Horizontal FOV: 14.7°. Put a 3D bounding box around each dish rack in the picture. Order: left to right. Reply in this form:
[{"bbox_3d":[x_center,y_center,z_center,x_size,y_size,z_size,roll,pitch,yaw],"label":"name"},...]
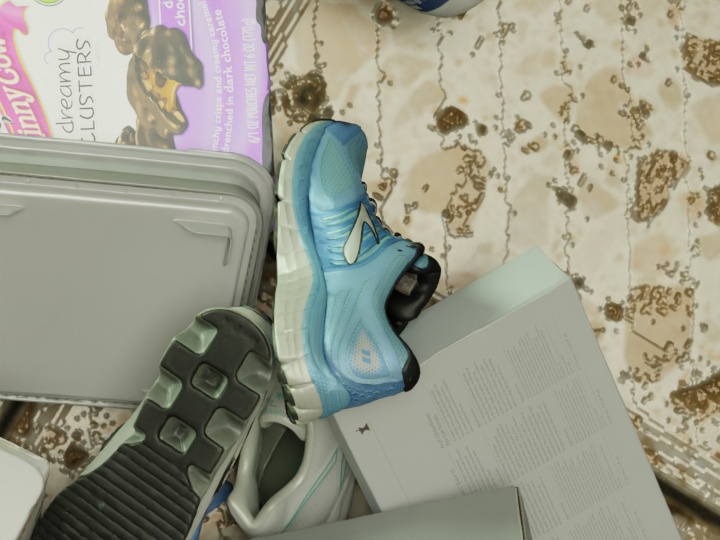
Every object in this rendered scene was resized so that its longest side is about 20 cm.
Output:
[{"bbox_3d":[-0.151,0.011,1.535,0.199,0.044,0.172,5,125,-12],"label":"dish rack"}]

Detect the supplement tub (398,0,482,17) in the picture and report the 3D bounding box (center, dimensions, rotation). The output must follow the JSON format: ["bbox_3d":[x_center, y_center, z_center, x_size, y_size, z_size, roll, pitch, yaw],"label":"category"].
[{"bbox_3d":[-0.004,-0.240,1.540,0.199,0.144,0.145,24,86,-20],"label":"supplement tub"}]

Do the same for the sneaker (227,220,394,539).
[{"bbox_3d":[-0.022,0.064,1.575,0.070,0.080,0.202,13,84,22],"label":"sneaker"}]

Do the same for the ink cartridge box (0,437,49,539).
[{"bbox_3d":[-0.233,0.165,1.481,0.084,0.200,0.145,26,72,-1],"label":"ink cartridge box"}]

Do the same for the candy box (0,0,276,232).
[{"bbox_3d":[-0.151,-0.099,1.575,0.198,0.072,0.169,-3,90,-7],"label":"candy box"}]

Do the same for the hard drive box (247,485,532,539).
[{"bbox_3d":[0.008,0.216,1.531,0.199,0.077,0.157,-13,124,6],"label":"hard drive box"}]

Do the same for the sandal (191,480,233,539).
[{"bbox_3d":[-0.135,0.190,1.571,0.200,0.079,0.087,-41,97,-4],"label":"sandal"}]

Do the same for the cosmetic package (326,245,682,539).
[{"bbox_3d":[0.077,0.108,1.566,0.150,0.052,0.201,-30,121,-8],"label":"cosmetic package"}]

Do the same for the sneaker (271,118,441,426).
[{"bbox_3d":[0.000,0.000,1.524,0.089,0.079,0.201,-4,50,4],"label":"sneaker"}]

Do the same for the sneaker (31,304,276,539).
[{"bbox_3d":[-0.104,0.106,1.520,0.074,0.088,0.200,38,99,4],"label":"sneaker"}]
